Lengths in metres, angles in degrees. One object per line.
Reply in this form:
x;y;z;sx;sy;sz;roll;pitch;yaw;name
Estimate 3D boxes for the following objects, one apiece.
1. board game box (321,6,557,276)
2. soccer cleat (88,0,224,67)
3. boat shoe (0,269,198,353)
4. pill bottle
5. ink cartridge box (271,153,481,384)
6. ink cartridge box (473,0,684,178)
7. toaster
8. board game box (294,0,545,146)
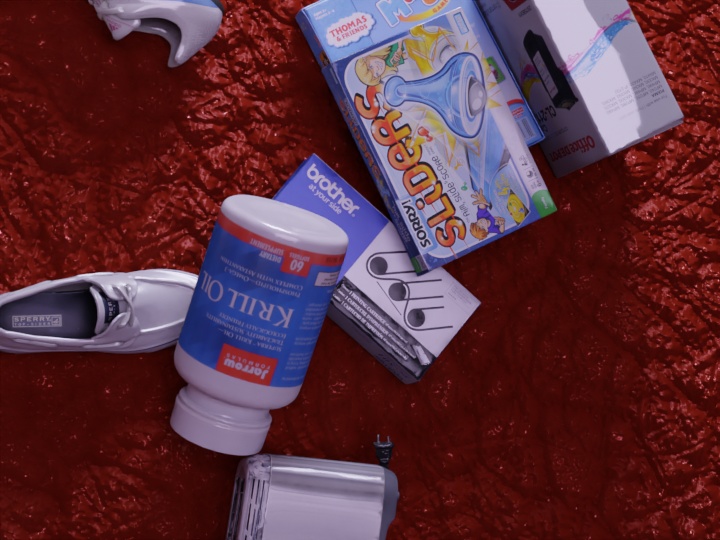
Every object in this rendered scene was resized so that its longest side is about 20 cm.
0.069;-0.113;1.606;0.135;0.034;0.200;-26;90;-17;board game box
-0.212;-0.252;1.572;0.200;0.070;0.086;34;77;-9;soccer cleat
-0.216;0.038;1.542;0.200;0.065;0.074;-11;86;-15;boat shoe
-0.090;0.047;1.528;0.112;0.112;0.200;15;103;-12;pill bottle
0.000;0.000;1.611;0.200;0.044;0.094;42;75;-6;ink cartridge box
0.186;-0.194;1.625;0.083;0.146;0.200;-27;91;-14;ink cartridge box
-0.045;0.230;1.541;0.129;0.114;0.200;10;85;-11;toaster
0.054;-0.173;1.647;0.151;0.037;0.200;-27;92;-15;board game box
